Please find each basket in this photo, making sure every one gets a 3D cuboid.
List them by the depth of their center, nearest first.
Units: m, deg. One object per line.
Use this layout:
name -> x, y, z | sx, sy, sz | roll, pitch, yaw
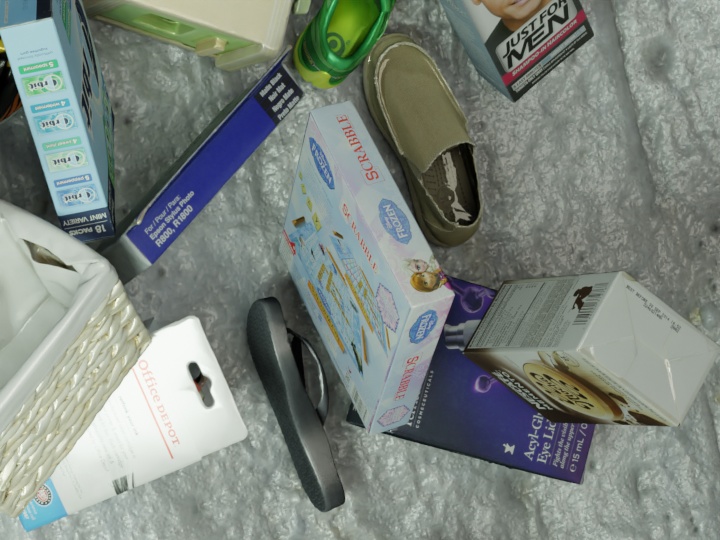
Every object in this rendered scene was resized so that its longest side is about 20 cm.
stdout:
basket -> -0.274, 0.071, 1.525 | 0.200, 0.135, 0.123 | -53, 150, -16

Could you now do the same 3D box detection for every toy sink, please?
toy sink -> -0.117, -0.236, 1.659 | 0.199, 0.130, 0.113 | 15, 85, -22

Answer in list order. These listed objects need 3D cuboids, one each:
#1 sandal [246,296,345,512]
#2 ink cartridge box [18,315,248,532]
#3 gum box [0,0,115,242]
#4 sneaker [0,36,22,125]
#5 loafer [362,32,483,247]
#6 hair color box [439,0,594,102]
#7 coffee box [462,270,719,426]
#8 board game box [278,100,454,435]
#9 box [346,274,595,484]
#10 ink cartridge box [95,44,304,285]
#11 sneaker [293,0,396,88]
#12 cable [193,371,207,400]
sandal -> -0.051, 0.110, 1.723 | 0.043, 0.076, 0.201 | -24, 110, -18
ink cartridge box -> -0.200, 0.117, 1.623 | 0.199, 0.068, 0.116 | -22, 100, 4
gum box -> -0.233, -0.151, 1.550 | 0.044, 0.170, 0.201 | -11, 128, 1
sneaker -> -0.284, -0.157, 1.567 | 0.070, 0.090, 0.200 | 44, 36, -13
loafer -> 0.065, -0.117, 1.766 | 0.075, 0.068, 0.201 | -26, 100, -20
hair color box -> 0.123, -0.249, 1.730 | 0.099, 0.061, 0.200 | -40, 139, -5
coffee box -> 0.185, 0.066, 1.633 | 0.113, 0.200, 0.080 | 36, 74, -17
board game box -> 0.000, 0.000, 1.629 | 0.041, 0.200, 0.200 | -16, 62, -21
box -> 0.108, 0.093, 1.766 | 0.199, 0.104, 0.149 | 16, 85, -22
ink cartridge box -> -0.129, -0.077, 1.607 | 0.041, 0.200, 0.200 | 42, 71, -7
sneaker -> 0.011, -0.250, 1.734 | 0.074, 0.084, 0.201 | 26, 79, -20
cable -> -0.197, 0.060, 1.669 | 0.097, 0.050, 0.200 | -37, 104, -11
